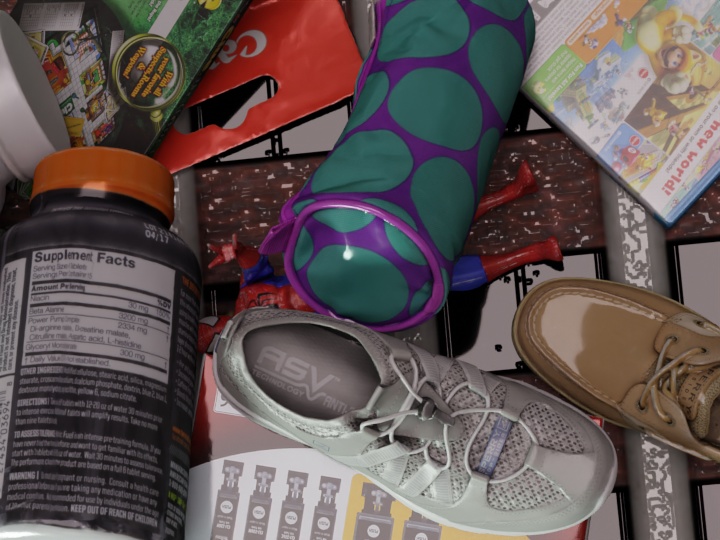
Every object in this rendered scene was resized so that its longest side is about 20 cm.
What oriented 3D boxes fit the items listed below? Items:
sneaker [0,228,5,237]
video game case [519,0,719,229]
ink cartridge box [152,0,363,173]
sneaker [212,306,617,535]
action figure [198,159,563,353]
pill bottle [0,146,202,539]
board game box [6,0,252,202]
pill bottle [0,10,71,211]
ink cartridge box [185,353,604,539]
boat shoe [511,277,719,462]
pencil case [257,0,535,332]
[{"bbox_3d":[-0.257,0.063,1.122,0.199,0.074,0.089,-28,85,-1],"label":"sneaker"},{"bbox_3d":[0.139,-0.142,1.131,0.200,0.018,0.143,44,89,9],"label":"video game case"},{"bbox_3d":[-0.103,-0.162,1.143,0.159,0.047,0.201,-23,81,4],"label":"ink cartridge box"},{"bbox_3d":[0.020,0.070,0.977,0.199,0.082,0.075,17,83,7],"label":"sneaker"},{"bbox_3d":[0.000,0.000,1.094,0.199,0.099,0.066,-21,81,6],"label":"action figure"},{"bbox_3d":[-0.130,0.044,1.024,0.105,0.106,0.202,0,67,6],"label":"pill bottle"},{"bbox_3d":[-0.130,-0.122,1.116,0.105,0.023,0.200,38,109,5],"label":"board game box"},{"bbox_3d":[-0.254,-0.053,1.085,0.199,0.112,0.113,-24,82,4],"label":"pill bottle"},{"bbox_3d":[0.010,0.144,1.054,0.198,0.084,0.177,8,85,6],"label":"ink cartridge box"},{"bbox_3d":[0.170,0.057,1.083,0.199,0.065,0.072,24,87,8],"label":"boat shoe"},{"bbox_3d":[0.023,-0.068,1.050,0.092,0.085,0.201,24,49,-5],"label":"pencil case"}]
